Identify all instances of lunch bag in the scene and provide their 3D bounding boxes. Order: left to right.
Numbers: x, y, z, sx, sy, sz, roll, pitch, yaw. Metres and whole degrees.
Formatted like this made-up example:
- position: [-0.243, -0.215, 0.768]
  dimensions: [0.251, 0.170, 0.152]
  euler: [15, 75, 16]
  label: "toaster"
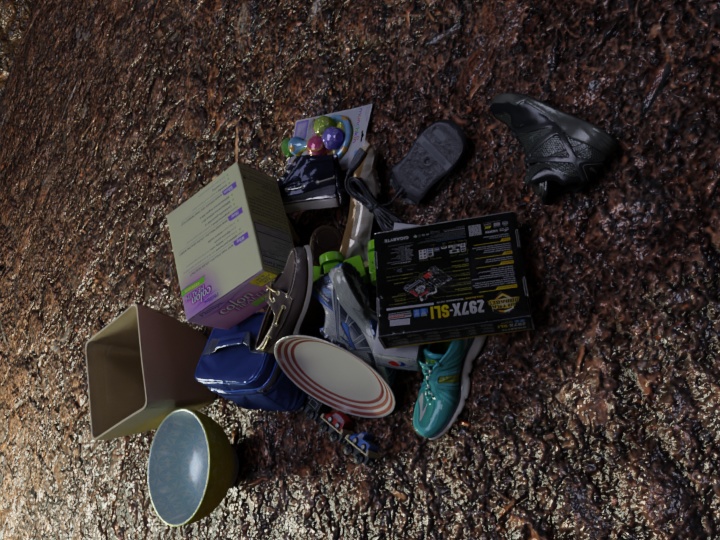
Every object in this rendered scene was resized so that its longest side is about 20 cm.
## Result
- position: [-0.174, 0.150, 1.350]
  dimensions: [0.199, 0.132, 0.136]
  euler: [-9, 56, 44]
  label: "lunch bag"

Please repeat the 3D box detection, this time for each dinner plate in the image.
- position: [-0.036, 0.153, 1.205]
  dimensions: [0.200, 0.200, 0.024]
  euler: [-7, 44, 45]
  label: "dinner plate"

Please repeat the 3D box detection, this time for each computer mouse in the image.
- position: [0.067, -0.163, 1.238]
  dimensions: [0.140, 0.046, 0.200]
  euler: [42, 114, 12]
  label: "computer mouse"

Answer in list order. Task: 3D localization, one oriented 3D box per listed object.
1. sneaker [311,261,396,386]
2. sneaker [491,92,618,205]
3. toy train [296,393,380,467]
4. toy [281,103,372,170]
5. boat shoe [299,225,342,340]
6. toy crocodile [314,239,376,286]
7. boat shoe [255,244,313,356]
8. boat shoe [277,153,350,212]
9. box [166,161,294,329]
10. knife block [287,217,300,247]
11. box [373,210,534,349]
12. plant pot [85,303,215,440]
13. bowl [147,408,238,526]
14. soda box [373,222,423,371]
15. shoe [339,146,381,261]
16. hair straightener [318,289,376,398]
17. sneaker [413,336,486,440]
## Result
- position: [-0.011, 0.088, 1.209]
  dimensions: [0.085, 0.077, 0.201]
  euler: [-22, 99, 22]
  label: "sneaker"
- position: [0.230, -0.162, 1.074]
  dimensions: [0.199, 0.076, 0.115]
  euler: [38, 101, 39]
  label: "sneaker"
- position: [-0.034, 0.246, 1.276]
  dimensions: [0.200, 0.034, 0.046]
  euler: [32, 92, 46]
  label: "toy train"
- position: [-0.071, -0.230, 1.421]
  dimensions: [0.199, 0.047, 0.116]
  euler: [-3, 73, 48]
  label: "toy"
- position: [-0.064, 0.032, 1.339]
  dimensions: [0.075, 0.074, 0.203]
  euler: [130, 151, -73]
  label: "boat shoe"
- position: [0.000, 0.000, 1.252]
  dimensions: [0.199, 0.062, 0.068]
  euler: [-14, 69, 11]
  label: "toy crocodile"
- position: [-0.113, 0.047, 1.207]
  dimensions: [0.072, 0.059, 0.201]
  euler: [-104, 24, -49]
  label: "boat shoe"
- position: [-0.118, -0.146, 1.380]
  dimensions: [0.199, 0.075, 0.093]
  euler: [-6, 97, 13]
  label: "boat shoe"
- position: [-0.205, -0.037, 1.303]
  dimensions: [0.176, 0.097, 0.201]
  euler: [-32, 60, 28]
  label: "box"
- position: [-0.146, -0.052, 1.408]
  dimensions: [0.175, 0.064, 0.201]
  euler: [-29, 58, 59]
  label: "knife block"
- position: [0.119, 0.013, 1.078]
  dimensions: [0.199, 0.049, 0.160]
  euler: [-9, 61, 11]
  label: "box"
- position: [-0.392, 0.202, 1.552]
  dimensions: [0.199, 0.177, 0.201]
  euler: [-33, 59, 36]
  label: "plant pot"
- position: [-0.284, 0.351, 1.452]
  dimensions: [0.200, 0.107, 0.201]
  euler: [-14, 70, 43]
  label: "bowl"
- position: [0.066, 0.036, 1.156]
  dimensions: [0.063, 0.068, 0.201]
  euler: [6, 69, 10]
  label: "soda box"
- position: [0.007, -0.103, 1.313]
  dimensions: [0.053, 0.070, 0.201]
  euler: [11, 81, 3]
  label: "shoe"
- position: [-0.012, 0.117, 1.281]
  dimensions: [0.201, 0.041, 0.077]
  euler: [-61, 31, 8]
  label: "hair straightener"
- position: [0.108, 0.134, 1.122]
  dimensions: [0.077, 0.079, 0.201]
  euler: [19, 94, 46]
  label: "sneaker"
